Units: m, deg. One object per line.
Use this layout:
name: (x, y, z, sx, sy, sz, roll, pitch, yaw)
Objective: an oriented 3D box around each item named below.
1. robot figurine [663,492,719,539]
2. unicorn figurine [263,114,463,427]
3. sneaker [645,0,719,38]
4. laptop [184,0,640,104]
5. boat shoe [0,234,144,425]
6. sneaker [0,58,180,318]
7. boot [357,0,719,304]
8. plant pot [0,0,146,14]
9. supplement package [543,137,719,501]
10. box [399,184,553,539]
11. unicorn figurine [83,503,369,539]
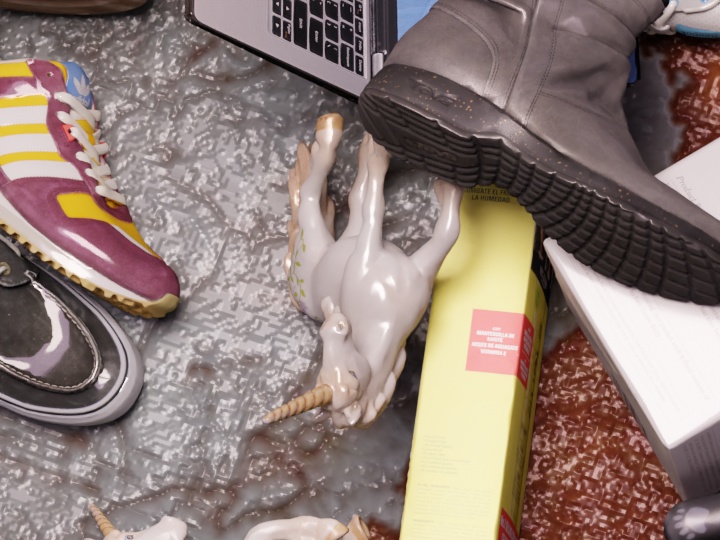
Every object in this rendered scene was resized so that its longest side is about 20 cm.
robot figurine: (0.191, 0.188, 1.339, 0.199, 0.125, 0.151, -16, 113, 6)
unicorn figurine: (0.000, 0.000, 1.407, 0.073, 0.200, 0.138, 13, 94, -6)
sneaker: (0.142, -0.144, 1.482, 0.199, 0.075, 0.087, -32, 75, 0)
laptop: (0.025, -0.187, 1.416, 0.116, 0.200, 0.188, -20, 60, 38)
boat shoe: (-0.201, 0.013, 1.495, 0.199, 0.071, 0.072, 30, 80, 18)
sneaker: (-0.156, -0.058, 1.508, 0.200, 0.075, 0.090, 37, 87, 18)
boot: (0.110, -0.081, 1.343, 0.199, 0.070, 0.132, 31, 66, 6)
plant pot: (-0.160, -0.228, 1.508, 0.199, 0.200, 0.175, 3, 82, 12)
supplement package: (0.206, 0.002, 1.395, 0.199, 0.120, 0.122, -30, 68, 1)
box: (0.059, 0.051, 1.432, 0.050, 0.075, 0.201, 5, 72, 12)
unicorn figurine: (-0.049, 0.171, 1.411, 0.137, 0.074, 0.201, -27, 75, 13)
